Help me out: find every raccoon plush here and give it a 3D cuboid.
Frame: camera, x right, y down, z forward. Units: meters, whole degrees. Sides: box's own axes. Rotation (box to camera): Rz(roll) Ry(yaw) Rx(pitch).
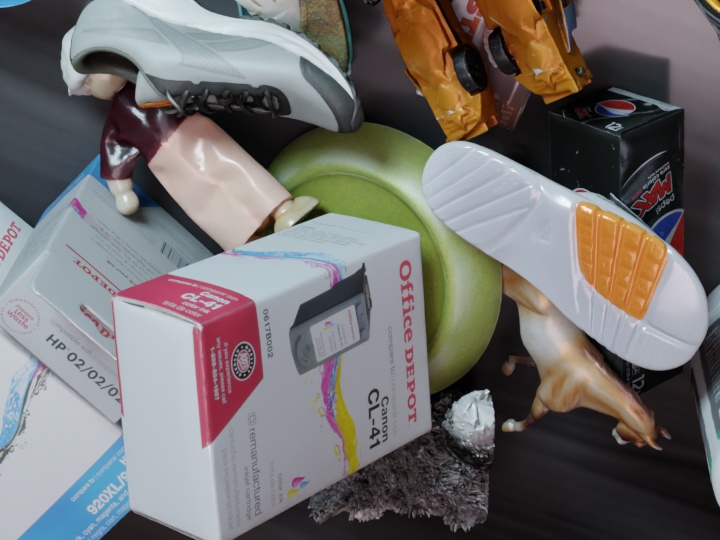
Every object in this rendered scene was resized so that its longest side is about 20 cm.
[{"bbox_3d":[0.023,0.118,1.160,0.133,0.097,0.200,-1,147,0],"label":"raccoon plush"}]

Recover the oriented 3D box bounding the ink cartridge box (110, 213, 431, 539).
[{"bbox_3d":[-0.051,0.061,1.022,0.085,0.200,0.148,14,116,41],"label":"ink cartridge box"}]

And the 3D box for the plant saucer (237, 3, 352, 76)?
[{"bbox_3d":[-0.052,-0.219,1.065,0.070,0.019,0.201,-5,115,8],"label":"plant saucer"}]

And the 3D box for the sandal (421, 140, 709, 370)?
[{"bbox_3d":[0.136,-0.022,1.040,0.206,0.059,0.079,36,116,10],"label":"sandal"}]

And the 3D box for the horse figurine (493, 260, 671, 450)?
[{"bbox_3d":[0.121,0.035,1.111,0.132,0.050,0.201,-10,101,58],"label":"horse figurine"}]

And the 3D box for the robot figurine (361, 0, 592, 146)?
[{"bbox_3d":[0.058,-0.187,1.025,0.145,0.058,0.201,-22,98,30],"label":"robot figurine"}]

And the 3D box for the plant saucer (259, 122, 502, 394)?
[{"bbox_3d":[0.000,0.000,1.118,0.199,0.031,0.201,11,113,26],"label":"plant saucer"}]

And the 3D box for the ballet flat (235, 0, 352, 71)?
[{"bbox_3d":[-0.061,-0.206,1.022,0.070,0.071,0.201,-11,113,10],"label":"ballet flat"}]

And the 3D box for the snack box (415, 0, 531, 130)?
[{"bbox_3d":[0.104,-0.192,1.060,0.072,0.024,0.201,21,117,-2],"label":"snack box"}]

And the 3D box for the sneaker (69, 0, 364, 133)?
[{"bbox_3d":[-0.091,-0.123,1.033,0.199,0.080,0.074,22,162,11],"label":"sneaker"}]

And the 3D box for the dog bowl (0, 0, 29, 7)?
[{"bbox_3d":[-0.195,-0.249,1.045,0.199,0.050,0.112,-24,112,17],"label":"dog bowl"}]

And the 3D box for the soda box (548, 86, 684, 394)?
[{"bbox_3d":[0.174,-0.016,1.107,0.063,0.071,0.201,-23,122,-31],"label":"soda box"}]

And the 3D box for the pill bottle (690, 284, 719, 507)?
[{"bbox_3d":[0.279,0.084,1.086,0.113,0.200,0.114,2,117,4],"label":"pill bottle"}]

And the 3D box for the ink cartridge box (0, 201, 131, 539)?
[{"bbox_3d":[-0.240,0.085,1.161,0.200,0.147,0.145,40,113,-15],"label":"ink cartridge box"}]

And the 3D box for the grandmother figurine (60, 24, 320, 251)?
[{"bbox_3d":[-0.127,-0.087,1.096,0.121,0.061,0.200,-43,89,9],"label":"grandmother figurine"}]

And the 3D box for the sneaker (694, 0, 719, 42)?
[{"bbox_3d":[0.255,-0.161,1.035,0.078,0.077,0.200,-39,109,19],"label":"sneaker"}]

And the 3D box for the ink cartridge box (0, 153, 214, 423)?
[{"bbox_3d":[-0.173,0.018,1.092,0.115,0.200,0.068,43,113,-15],"label":"ink cartridge box"}]
